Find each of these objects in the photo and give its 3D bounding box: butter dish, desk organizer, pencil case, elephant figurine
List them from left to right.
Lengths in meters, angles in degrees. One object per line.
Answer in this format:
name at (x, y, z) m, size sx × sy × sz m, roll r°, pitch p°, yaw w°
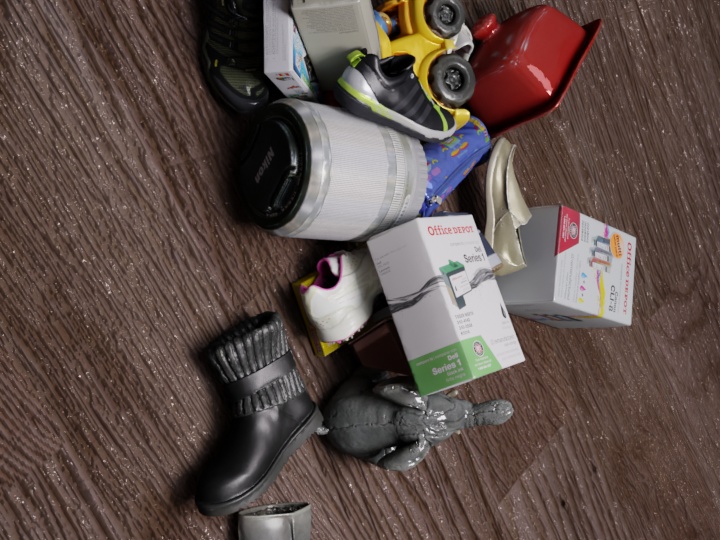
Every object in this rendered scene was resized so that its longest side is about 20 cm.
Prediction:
elephant figurine at (0.058, 0.182, 1.232) m, size 0.142 × 0.199 × 0.156 m, roll 52°, pitch 57°, yaw -27°
desk organizer at (0.084, 0.094, 1.287) m, size 0.199 × 0.072 × 0.078 m, roll -13°, pitch 73°, yaw -51°
pencil case at (0.109, -0.140, 1.373) m, size 0.200 × 0.086 × 0.079 m, roll -43°, pitch 135°, yaw -36°
butter dish at (0.219, -0.308, 1.423) m, size 0.148 × 0.199 × 0.201 m, roll 43°, pitch 61°, yaw -19°

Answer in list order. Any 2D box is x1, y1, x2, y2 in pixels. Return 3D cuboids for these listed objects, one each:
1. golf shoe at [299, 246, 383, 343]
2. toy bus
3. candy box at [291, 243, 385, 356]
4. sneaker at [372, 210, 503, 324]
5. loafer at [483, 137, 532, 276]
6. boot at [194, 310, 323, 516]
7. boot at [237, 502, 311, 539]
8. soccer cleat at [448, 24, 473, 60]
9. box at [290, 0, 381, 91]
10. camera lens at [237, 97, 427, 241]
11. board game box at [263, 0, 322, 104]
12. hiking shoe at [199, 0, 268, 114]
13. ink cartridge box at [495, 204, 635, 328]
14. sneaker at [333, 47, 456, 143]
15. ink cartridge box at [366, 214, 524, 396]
golf shoe at (0.000, 0.000, 1.246) m, size 0.092 × 0.075 × 0.200 m, roll 54°, pitch 55°, yaw -20°
toy bus at (0.036, -0.277, 1.307) m, size 0.190 × 0.135 × 0.202 m, roll -7°, pitch 90°, yaw -26°
candy box at (0.001, 0.025, 1.309) m, size 0.199 × 0.026 × 0.103 m, roll -30°, pitch 110°, yaw -39°
sneaker at (0.085, -0.008, 1.324) m, size 0.199 × 0.070 × 0.109 m, roll -26°, pitch 83°, yaw -19°
loafer at (0.213, -0.090, 1.417) m, size 0.076 × 0.068 × 0.202 m, roll -31°, pitch 123°, yaw -76°
boot at (-0.141, 0.161, 1.136) m, size 0.211 × 0.079 × 0.159 m, roll -46°, pitch 122°, yaw -43°
boot at (-0.073, 0.385, 1.199) m, size 0.181 × 0.072 × 0.202 m, roll 7°, pitch 76°, yaw -43°
soccer cleat at (0.126, -0.345, 1.403) m, size 0.069 × 0.086 × 0.202 m, roll -8°, pitch 91°, yaw -41°
box at (-0.025, -0.286, 1.149) m, size 0.200 × 0.081 × 0.069 m, roll 67°, pitch 20°, yaw -73°
camera lens at (-0.037, -0.117, 1.195) m, size 0.199 × 0.159 × 0.162 m, roll 2°, pitch 85°, yaw -41°
board game box at (-0.078, -0.273, 1.174) m, size 0.200 × 0.034 × 0.128 m, roll 25°, pitch 64°, yaw -82°
hiking shoe at (-0.143, -0.284, 1.146) m, size 0.075 × 0.100 × 0.202 m, roll -15°, pitch 94°, yaw -27°
ink cartridge box at (0.305, 0.000, 1.501) m, size 0.199 × 0.144 × 0.147 m, roll 16°, pitch 76°, yaw -41°
sneaker at (0.057, -0.212, 1.177) m, size 0.199 × 0.072 × 0.083 m, roll 8°, pitch 118°, yaw -45°
ink cartridge box at (0.105, 0.037, 1.203) m, size 0.146 × 0.084 × 0.202 m, roll -8°, pitch 77°, yaw -56°
